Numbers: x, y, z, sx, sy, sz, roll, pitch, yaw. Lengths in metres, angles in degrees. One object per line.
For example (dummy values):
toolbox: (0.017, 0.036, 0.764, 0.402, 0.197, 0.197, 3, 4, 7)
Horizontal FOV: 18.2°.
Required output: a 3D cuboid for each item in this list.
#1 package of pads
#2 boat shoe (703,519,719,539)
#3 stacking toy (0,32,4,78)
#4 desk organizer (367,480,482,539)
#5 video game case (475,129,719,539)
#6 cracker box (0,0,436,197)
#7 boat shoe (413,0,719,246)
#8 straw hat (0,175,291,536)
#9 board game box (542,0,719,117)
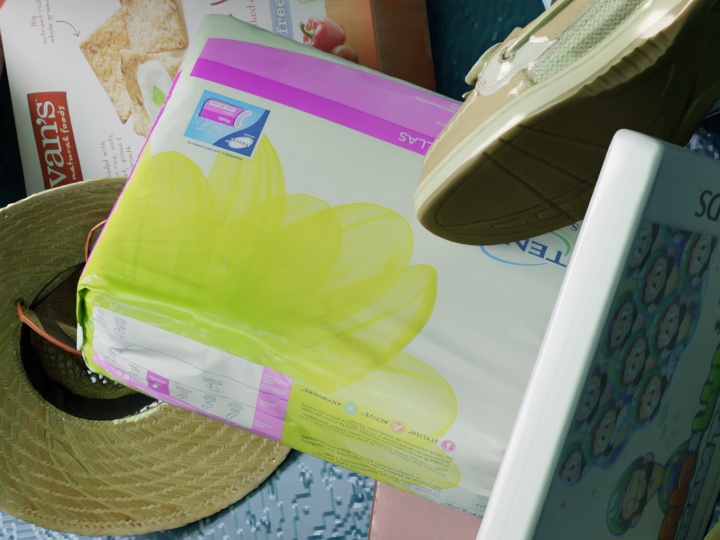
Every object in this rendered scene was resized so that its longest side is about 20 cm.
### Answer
package of pads: (0.000, 0.000, 0.890, 0.199, 0.068, 0.155, 19, 58, 4)
boat shoe: (0.135, 0.149, 0.876, 0.074, 0.069, 0.200, 45, 73, -1)
stacking toy: (-0.215, -0.067, 1.022, 0.147, 0.145, 0.200, -58, 34, 13)
desk organizer: (0.045, 0.168, 0.940, 0.077, 0.071, 0.202, 2, 82, 45)
video game case: (0.108, 0.054, 0.855, 0.024, 0.182, 0.202, 22, 97, 28)
cracker box: (-0.068, -0.103, 1.012, 0.199, 0.058, 0.135, 0, 105, 29)
boat shoe: (0.095, -0.084, 0.821, 0.201, 0.073, 0.063, -43, 47, 29)
straw hat: (-0.111, 0.019, 1.027, 0.201, 0.201, 0.085, -38, 30, 21)
board game box: (0.116, -0.163, 0.882, 0.102, 0.105, 0.201, -21, 94, 25)
